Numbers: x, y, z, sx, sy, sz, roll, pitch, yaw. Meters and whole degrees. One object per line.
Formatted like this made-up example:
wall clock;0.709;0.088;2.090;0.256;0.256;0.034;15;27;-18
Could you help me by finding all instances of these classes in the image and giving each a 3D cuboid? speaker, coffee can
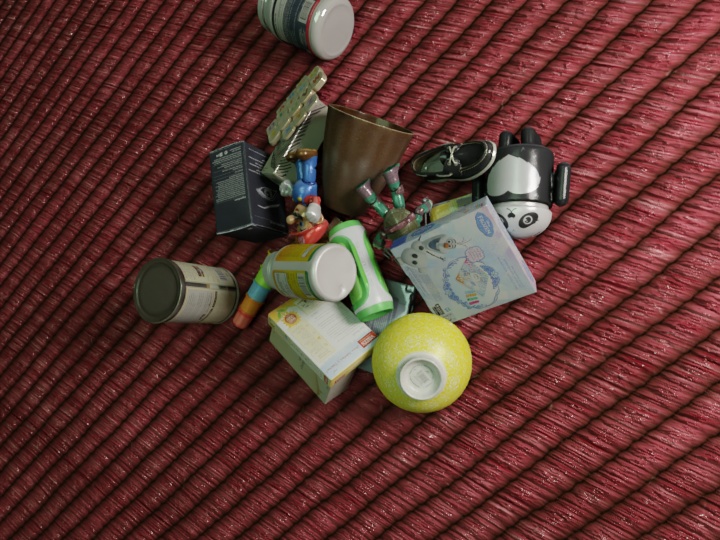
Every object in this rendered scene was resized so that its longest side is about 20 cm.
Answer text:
speaker;0.000;0.000;1.047;0.088;0.088;0.201;-26;74;20
coffee can;-0.408;0.054;1.204;0.146;0.200;0.147;-3;82;25

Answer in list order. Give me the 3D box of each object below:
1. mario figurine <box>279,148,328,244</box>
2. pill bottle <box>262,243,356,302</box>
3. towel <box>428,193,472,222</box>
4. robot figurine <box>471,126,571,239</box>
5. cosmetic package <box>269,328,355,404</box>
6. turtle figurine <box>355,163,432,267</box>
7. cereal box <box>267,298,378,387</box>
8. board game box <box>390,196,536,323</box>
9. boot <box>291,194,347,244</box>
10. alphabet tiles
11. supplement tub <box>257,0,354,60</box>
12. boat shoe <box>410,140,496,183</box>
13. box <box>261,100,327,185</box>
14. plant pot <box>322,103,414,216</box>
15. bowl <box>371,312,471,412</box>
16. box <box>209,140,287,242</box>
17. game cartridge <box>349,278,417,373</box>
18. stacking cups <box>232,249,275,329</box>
mario figurine;-0.128;-0.149;1.056;0.106;0.123;0.201;-5;94;6
pill bottle;-0.112;0.002;1.024;0.200;0.113;0.113;1;84;47
towel;0.218;-0.057;1.023;0.143;0.023;0.201;-12;79;23
robot figurine;0.295;-0.159;0.941;0.124;0.150;0.201;5;85;-17
cosmetic package;-0.106;0.176;1.098;0.200;0.073;0.104;44;138;24
turtle figurine;0.080;-0.102;1.010;0.149;0.101;0.200;-31;106;3
cereal box;-0.075;0.126;1.046;0.200;0.144;0.040;42;146;23
board game box;0.192;-0.009;0.945;0.199;0.043;0.200;-24;113;29
boot;-0.126;-0.093;1.161;0.200;0.074;0.155;45;106;24
alphabet tiles;-0.152;-0.382;1.173;0.200;0.015;0.196;-46;33;19
supplement tub;-0.127;-0.590;1.178;0.200;0.140;0.141;33;98;24
boat shoe;0.176;-0.216;0.987;0.200;0.060;0.074;6;84;59
box;-0.140;-0.288;1.155;0.082;0.068;0.201;18;78;55
plant pot;-0.007;-0.225;1.077;0.187;0.187;0.201;29;113;25
bowl;0.115;0.189;0.961;0.199;0.108;0.201;1;98;7
box;-0.262;-0.178;1.190;0.104;0.148;0.201;-11;79;23
game cartridge;0.036;0.116;1.082;0.133;0.040;0.201;15;90;22
stacking cups;-0.240;0.051;1.204;0.060;0.060;0.200;34;100;24
